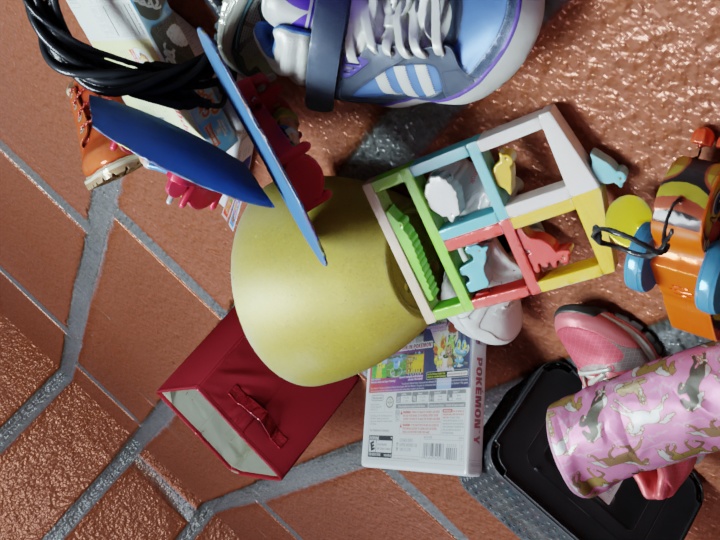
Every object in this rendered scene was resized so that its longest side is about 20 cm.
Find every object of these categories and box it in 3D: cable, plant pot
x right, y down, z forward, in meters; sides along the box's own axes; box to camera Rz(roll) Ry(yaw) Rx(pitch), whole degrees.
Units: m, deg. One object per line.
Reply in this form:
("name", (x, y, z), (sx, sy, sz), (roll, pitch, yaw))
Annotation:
("cable", (-0.187, -0.224, 0.757), (0.197, 0.051, 0.165), (16, 122, -14))
("plant pot", (0.000, 0.000, 0.826), (0.140, 0.201, 0.201), (-10, 125, 40))

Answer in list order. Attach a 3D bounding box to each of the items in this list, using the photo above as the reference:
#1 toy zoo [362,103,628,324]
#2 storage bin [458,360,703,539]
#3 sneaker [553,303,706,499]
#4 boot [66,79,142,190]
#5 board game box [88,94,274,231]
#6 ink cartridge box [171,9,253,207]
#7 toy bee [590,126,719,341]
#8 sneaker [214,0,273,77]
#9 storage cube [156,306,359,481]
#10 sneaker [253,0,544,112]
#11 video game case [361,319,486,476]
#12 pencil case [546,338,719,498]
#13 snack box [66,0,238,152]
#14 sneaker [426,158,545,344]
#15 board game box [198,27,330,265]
("toy zoo", (0.110, -0.042, 0.691), (0.198, 0.020, 0.133), (-17, 107, 32))
("storage bin", (0.212, 0.205, 0.873), (0.199, 0.135, 0.094), (40, 153, 4))
("sneaker", (0.230, 0.117, 0.777), (0.201, 0.087, 0.073), (49, 152, -13))
("boot", (-0.269, -0.151, 0.928), (0.200, 0.074, 0.109), (-132, 19, -64))
("board game box", (-0.162, -0.087, 0.762), (0.156, 0.039, 0.200), (23, -167, -26))
("ink cartridge box", (-0.195, -0.187, 0.956), (0.199, 0.041, 0.200), (40, 152, 7))
("toy bee", (0.225, -0.029, 0.582), (0.129, 0.110, 0.200), (24, 174, 16))
("sneaker", (-0.060, -0.210, 0.706), (0.086, 0.078, 0.201), (34, 152, 8))
("storage cube", (-0.141, 0.159, 1.234), (0.171, 0.180, 0.199), (49, 151, -15))
("sneaker", (0.008, -0.163, 0.603), (0.144, 0.082, 0.199), (10, 173, -31))
("video game case", (0.063, 0.112, 0.923), (0.023, 0.186, 0.199), (10, 167, -27))
("pencil case", (0.239, 0.111, 0.687), (0.198, 0.082, 0.088), (-26, 70, 34))
("snack box", (-0.205, -0.202, 0.864), (0.115, 0.037, 0.202), (14, 139, 44))
("sneaker", (0.119, -0.003, 0.768), (0.098, 0.078, 0.202), (14, 143, 37))
("board game box", (-0.059, -0.102, 0.690), (0.202, 0.039, 0.158), (61, 175, 1))
